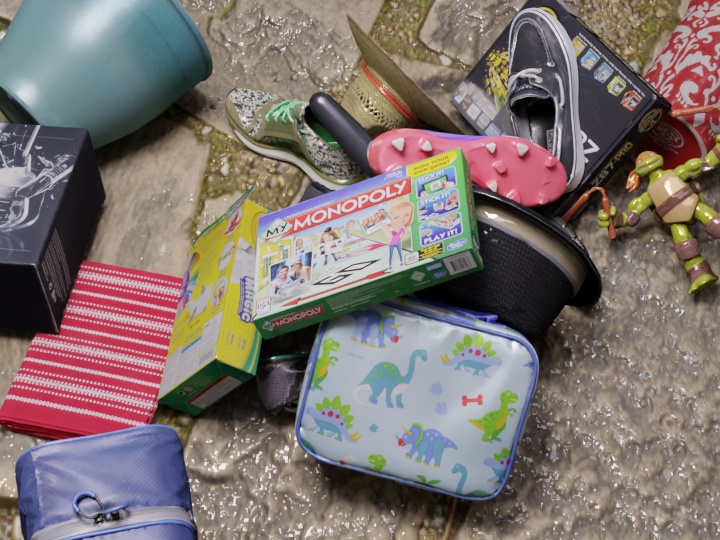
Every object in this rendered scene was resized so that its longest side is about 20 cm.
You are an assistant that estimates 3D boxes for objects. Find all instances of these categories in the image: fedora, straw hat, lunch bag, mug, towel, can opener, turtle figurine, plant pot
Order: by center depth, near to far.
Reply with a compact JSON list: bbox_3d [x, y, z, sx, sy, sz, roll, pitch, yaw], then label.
[{"bbox_3d":[-0.195,0.222,0.978,0.135,0.201,0.133,-9,56,-14],"label":"lunch bag"},{"bbox_3d":[0.051,0.104,1.091,0.198,0.082,0.162,14,94,0],"label":"lunch bag"},{"bbox_3d":[0.119,0.005,1.150,0.199,0.201,0.092,24,71,15],"label":"fedora"},{"bbox_3d":[-0.246,0.080,1.194,0.143,0.023,0.201,10,52,9],"label":"towel"},{"bbox_3d":[0.018,-0.100,1.249,0.078,0.063,0.200,-40,100,-4],"label":"can opener"},{"bbox_3d":[0.317,-0.059,1.268,0.199,0.064,0.162,-34,74,10],"label":"turtle figurine"},{"bbox_3d":[-0.292,-0.220,1.319,0.200,0.200,0.188,36,72,23],"label":"plant pot"},{"bbox_3d":[0.023,-0.176,1.331,0.085,0.201,0.201,-44,60,7],"label":"straw hat"},{"bbox_3d":[0.389,-0.198,1.345,0.177,0.134,0.200,17,55,39],"label":"mug"}]

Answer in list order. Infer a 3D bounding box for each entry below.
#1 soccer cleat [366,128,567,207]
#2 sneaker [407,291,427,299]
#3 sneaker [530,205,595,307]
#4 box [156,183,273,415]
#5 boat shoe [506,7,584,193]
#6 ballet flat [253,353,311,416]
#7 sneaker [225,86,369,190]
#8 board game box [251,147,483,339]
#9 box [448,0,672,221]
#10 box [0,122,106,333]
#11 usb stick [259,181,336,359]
[{"bbox_3d":[0.103,-0.103,1.207,0.198,0.067,0.076,5,12,-16],"label":"soccer cleat"},{"bbox_3d":[0.000,0.000,1.233,0.129,0.080,0.199,-2,19,-37],"label":"sneaker"},{"bbox_3d":[0.164,-0.032,1.264,0.091,0.076,0.200,-41,70,2],"label":"sneaker"},{"bbox_3d":[-0.129,0.024,1.169,0.048,0.117,0.201,24,53,-27],"label":"box"},{"bbox_3d":[0.180,-0.179,1.274,0.071,0.068,0.202,-13,77,35],"label":"boat shoe"},{"bbox_3d":[0.000,0.099,1.168,0.199,0.072,0.072,-11,54,-10],"label":"ballet flat"},{"bbox_3d":[-0.063,-0.159,1.335,0.199,0.089,0.077,31,58,20],"label":"sneaker"},{"bbox_3d":[0.003,-0.024,1.073,0.199,0.029,0.135,-19,41,15],"label":"board game box"},{"bbox_3d":[0.208,-0.179,1.326,0.049,0.161,0.200,10,36,-51],"label":"box"},{"bbox_3d":[-0.376,-0.048,1.224,0.198,0.105,0.183,4,49,6],"label":"box"},{"bbox_3d":[-0.076,0.009,1.174,0.055,0.032,0.201,36,99,52],"label":"usb stick"}]
